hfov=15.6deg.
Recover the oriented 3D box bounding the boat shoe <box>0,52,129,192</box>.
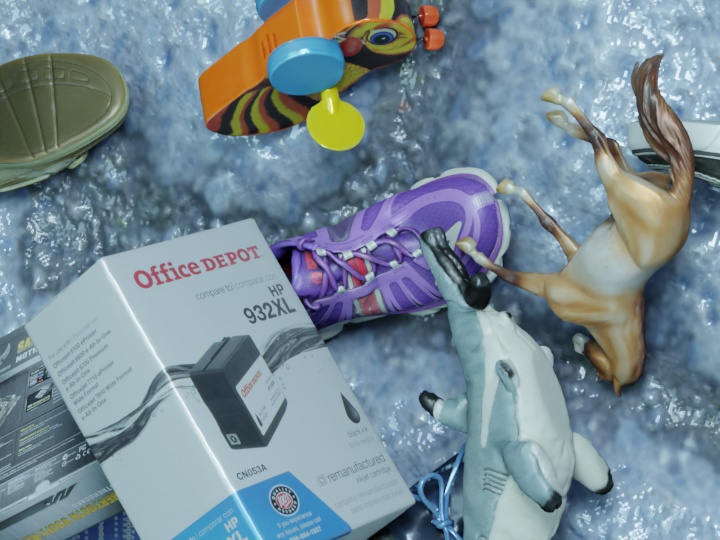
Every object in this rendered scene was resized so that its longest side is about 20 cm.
[{"bbox_3d":[-0.233,-0.085,1.732,0.200,0.063,0.074,-23,69,19],"label":"boat shoe"}]

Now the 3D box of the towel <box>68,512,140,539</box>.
[{"bbox_3d":[-0.113,0.160,1.697,0.199,0.024,0.146,3,96,28],"label":"towel"}]

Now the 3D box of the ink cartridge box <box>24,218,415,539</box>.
[{"bbox_3d":[-0.080,0.083,1.524,0.084,0.145,0.201,-39,77,36],"label":"ink cartridge box"}]

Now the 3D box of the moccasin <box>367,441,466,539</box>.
[{"bbox_3d":[0.042,0.169,1.589,0.200,0.068,0.081,-43,73,19],"label":"moccasin"}]

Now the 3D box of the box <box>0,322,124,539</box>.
[{"bbox_3d":[-0.179,0.090,1.660,0.199,0.048,0.159,-28,39,25],"label":"box"}]

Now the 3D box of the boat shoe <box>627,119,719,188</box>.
[{"bbox_3d":[0.241,-0.045,1.480,0.199,0.071,0.064,12,96,24],"label":"boat shoe"}]

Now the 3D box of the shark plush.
[{"bbox_3d":[0.068,0.075,1.525,0.083,0.091,0.201,-22,95,28],"label":"shark plush"}]

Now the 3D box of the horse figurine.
[{"bbox_3d":[0.138,-0.026,1.497,0.132,0.050,0.200,42,132,13],"label":"horse figurine"}]

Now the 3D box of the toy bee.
[{"bbox_3d":[-0.009,-0.135,1.593,0.200,0.108,0.132,-15,70,57],"label":"toy bee"}]

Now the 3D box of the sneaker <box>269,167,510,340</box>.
[{"bbox_3d":[0.000,0.000,1.596,0.199,0.083,0.081,-24,81,25],"label":"sneaker"}]
